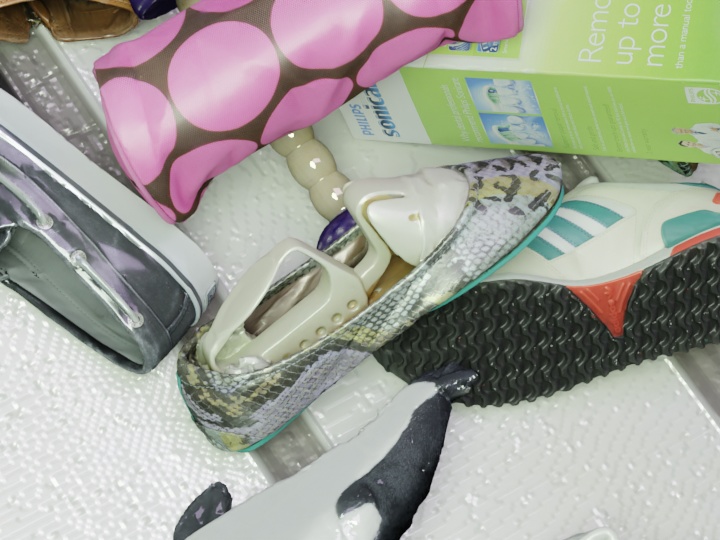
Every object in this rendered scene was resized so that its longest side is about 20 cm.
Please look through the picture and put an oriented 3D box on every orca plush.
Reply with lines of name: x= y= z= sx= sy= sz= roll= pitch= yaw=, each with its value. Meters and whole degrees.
orca plush: x=-0.020 y=0.124 z=1.137 sx=0.105 sy=0.071 sz=0.200 roll=4 pitch=41 yaw=41

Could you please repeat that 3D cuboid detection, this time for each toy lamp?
toy lamp: x=-0.052 y=-0.090 z=1.218 sx=0.058 sy=0.058 sz=0.200 roll=-30 pitch=85 yaw=-27

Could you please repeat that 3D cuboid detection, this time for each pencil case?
pencil case: x=-0.020 y=-0.098 z=1.148 sx=0.200 sy=0.094 sz=0.091 roll=-28 pitch=41 yaw=2

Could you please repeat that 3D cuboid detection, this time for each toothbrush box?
toothbrush box: x=0.094 y=-0.137 z=1.232 sx=0.200 sy=0.086 sz=0.146 roll=5 pitch=66 yaw=18

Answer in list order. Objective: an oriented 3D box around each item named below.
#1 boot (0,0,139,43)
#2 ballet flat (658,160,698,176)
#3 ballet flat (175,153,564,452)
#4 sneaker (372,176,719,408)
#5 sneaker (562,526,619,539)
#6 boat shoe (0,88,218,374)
boot: x=-0.203 y=-0.179 z=1.246 sx=0.200 sy=0.077 sz=0.155 roll=0 pitch=65 yaw=-23
ballet flat: x=0.120 y=-0.129 z=1.308 sx=0.074 sy=0.074 sz=0.200 roll=-2 pitch=60 yaw=-16
ballet flat: x=0.000 y=0.000 z=1.146 sx=0.200 sy=0.072 sz=0.072 roll=-38 pitch=75 yaw=-1
sneaker: x=0.095 y=0.003 z=1.228 sx=0.200 sy=0.070 sz=0.093 roll=-13 pitch=31 yaw=-6
sneaker: x=0.048 y=0.184 z=1.091 sx=0.075 sy=0.089 sz=0.200 roll=34 pitch=59 yaw=4
boat shoe: x=-0.162 y=-0.025 z=1.167 sx=0.200 sy=0.072 sz=0.068 roll=37 pitch=57 yaw=-1
